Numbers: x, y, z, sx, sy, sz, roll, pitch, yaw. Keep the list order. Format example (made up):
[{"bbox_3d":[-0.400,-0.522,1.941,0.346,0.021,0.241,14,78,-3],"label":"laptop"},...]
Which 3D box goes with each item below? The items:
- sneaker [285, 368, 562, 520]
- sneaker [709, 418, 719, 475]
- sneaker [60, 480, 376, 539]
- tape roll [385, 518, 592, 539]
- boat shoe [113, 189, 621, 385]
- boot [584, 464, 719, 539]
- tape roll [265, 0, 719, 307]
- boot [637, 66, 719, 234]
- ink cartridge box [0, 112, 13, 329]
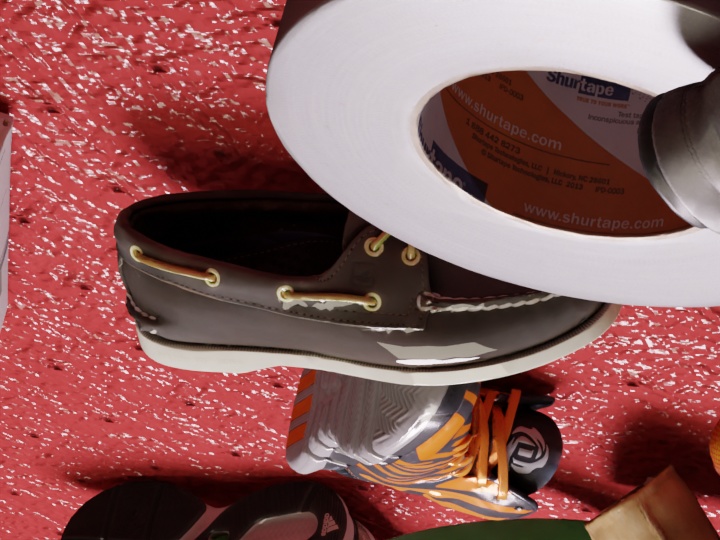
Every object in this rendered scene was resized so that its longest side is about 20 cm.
[{"bbox_3d":[0.044,0.060,1.000,0.111,0.078,0.200,15,169,-12],"label":"sneaker"},{"bbox_3d":[0.176,0.026,0.875,0.077,0.073,0.200,37,151,4],"label":"sneaker"},{"bbox_3d":[-0.068,0.173,1.285,0.199,0.076,0.115,-5,147,32],"label":"sneaker"},{"bbox_3d":[0.074,0.186,1.204,0.199,0.049,0.201,-3,154,-1],"label":"tape roll"},{"bbox_3d":[0.000,0.000,0.891,0.200,0.072,0.061,-2,129,17],"label":"boat shoe"},{"bbox_3d":[0.183,0.190,1.101,0.200,0.066,0.175,54,170,8],"label":"boot"},{"bbox_3d":[0.073,-0.062,0.726,0.199,0.067,0.201,13,155,6],"label":"tape roll"},{"bbox_3d":[0.185,-0.021,0.620,0.199,0.070,0.132,33,143,-8],"label":"boot"},{"bbox_3d":[-0.229,-0.008,0.985,0.144,0.085,0.200,16,155,-2],"label":"ink cartridge box"}]
